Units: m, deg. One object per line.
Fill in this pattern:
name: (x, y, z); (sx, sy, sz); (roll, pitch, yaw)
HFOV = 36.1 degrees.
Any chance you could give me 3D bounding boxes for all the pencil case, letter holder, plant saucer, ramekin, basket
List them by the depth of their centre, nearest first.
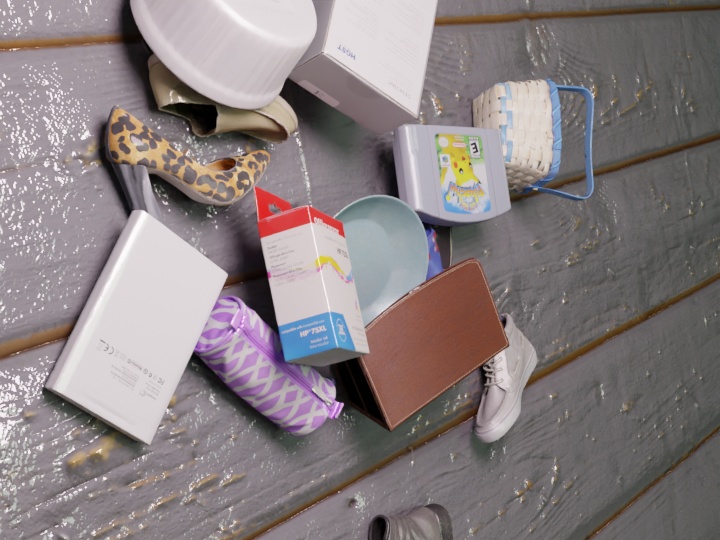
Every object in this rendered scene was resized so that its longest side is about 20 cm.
ramekin: (-0.141, -0.285, 1.204); (0.199, 0.098, 0.202); (29, 40, -27)
pencil case: (-0.106, 0.112, 1.250); (0.200, 0.085, 0.085); (43, 65, -35)
letter holder: (0.065, 0.075, 1.379); (0.199, 0.100, 0.144); (-33, 116, -20)
plant saucer: (0.000, 0.000, 1.396); (0.199, 0.038, 0.204); (-15, 114, -35)
pencil case: (0.095, 0.040, 1.506); (0.077, 0.087, 0.203); (-23, 105, -4)
basket: (0.270, -0.207, 1.688); (0.197, 0.139, 0.180); (7, 77, -17)

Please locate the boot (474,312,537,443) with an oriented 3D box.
boot: (0.195, 0.153, 1.619); (0.096, 0.073, 0.201); (54, 39, -21)

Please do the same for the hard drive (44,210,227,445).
hard drive: (-0.226, 0.059, 1.140); (0.132, 0.026, 0.202); (39, 65, -38)

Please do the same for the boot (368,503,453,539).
boot: (0.069, 0.410, 1.431); (0.130, 0.069, 0.203); (-3, 75, -47)

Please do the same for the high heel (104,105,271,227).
high heel: (-0.183, -0.137, 1.206); (0.199, 0.071, 0.145); (-33, 115, -38)

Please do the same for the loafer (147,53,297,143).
loafer: (-0.158, -0.181, 1.251); (0.198, 0.075, 0.069); (21, 70, -36)

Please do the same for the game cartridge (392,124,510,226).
game cartridge: (0.129, -0.129, 1.509); (0.198, 0.040, 0.136); (-4, 88, -42)

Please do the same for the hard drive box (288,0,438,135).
hard drive box: (0.007, -0.293, 1.329); (0.155, 0.076, 0.203); (29, 60, -33)

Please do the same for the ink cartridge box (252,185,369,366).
ink cartridge box: (-0.056, 0.001, 1.251); (0.116, 0.066, 0.203); (21, 55, -71)

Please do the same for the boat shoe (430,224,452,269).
boat shoe: (0.103, -0.093, 1.545); (0.071, 0.064, 0.204); (-5, 87, -49)
